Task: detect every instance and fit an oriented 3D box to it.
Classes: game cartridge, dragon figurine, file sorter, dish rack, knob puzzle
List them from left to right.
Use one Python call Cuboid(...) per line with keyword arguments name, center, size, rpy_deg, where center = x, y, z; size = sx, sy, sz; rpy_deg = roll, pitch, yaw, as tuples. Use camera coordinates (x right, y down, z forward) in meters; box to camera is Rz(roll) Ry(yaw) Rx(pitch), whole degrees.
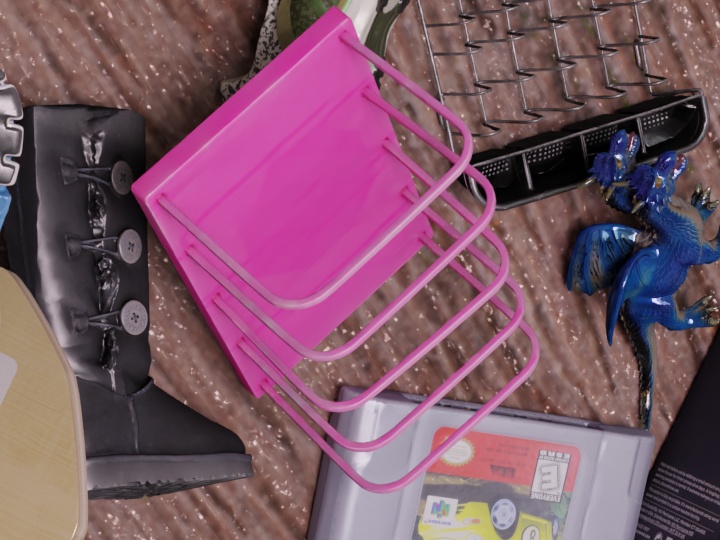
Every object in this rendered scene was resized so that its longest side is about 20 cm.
Cuboid(name="knob puzzle", center=(-0.211, 0.093, 1.092), size=(0.221, 0.219, 0.030), rpy_deg=(-64, 152, -2))
Cuboid(name="file sorter", center=(0.000, 0.000, 1.118), size=(0.139, 0.125, 0.200), rpy_deg=(-42, 147, -12))
Cuboid(name="game cartridge", center=(0.069, 0.145, 1.261), size=(0.198, 0.041, 0.134), rpy_deg=(9, 100, -20))
Cuboid(name="dish rack", center=(0.102, -0.148, 1.227), size=(0.152, 0.054, 0.202), rpy_deg=(-18, 103, -18))
Cuboid(name="dragon figurine", center=(0.156, 0.004, 1.249), size=(0.099, 0.059, 0.201), rpy_deg=(-4, 130, -28))

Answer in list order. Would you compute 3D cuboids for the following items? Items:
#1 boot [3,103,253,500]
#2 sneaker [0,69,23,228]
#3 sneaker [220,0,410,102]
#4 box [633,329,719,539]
Cuboid(name="boot", center=(-0.123, 0.017, 1.155), size=(0.165, 0.065, 0.202), rpy_deg=(9, 69, -62))
Cuboid(name="sneaker", center=(-0.206, -0.012, 1.070), size=(0.074, 0.087, 0.202), rpy_deg=(15, 102, -14))
Cuboid(name="sneaker", center=(-0.020, -0.158, 1.165), size=(0.088, 0.077, 0.201), rpy_deg=(24, 94, 16))
Cuboid(name="box", center=(0.291, 0.131, 1.308), size=(0.199, 0.104, 0.183), rpy_deg=(28, 88, -22))
